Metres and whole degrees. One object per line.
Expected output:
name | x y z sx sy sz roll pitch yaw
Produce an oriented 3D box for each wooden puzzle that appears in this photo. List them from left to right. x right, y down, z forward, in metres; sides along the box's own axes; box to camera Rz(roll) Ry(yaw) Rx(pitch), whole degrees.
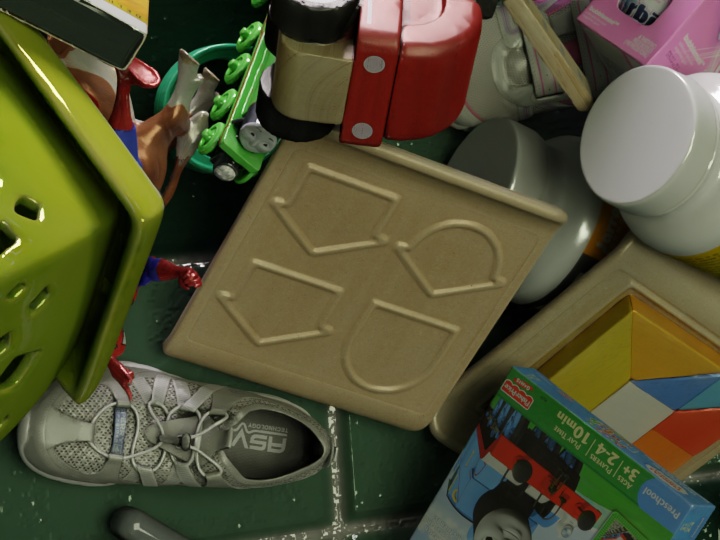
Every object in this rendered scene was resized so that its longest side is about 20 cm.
wooden puzzle | 0.000 0.000 1.309 0.184 0.046 0.200 19 125 -23
wooden puzzle | 0.171 0.082 1.392 0.185 0.037 0.200 32 117 -29

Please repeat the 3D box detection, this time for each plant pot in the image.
plant pot | -0.225 -0.017 1.132 0.181 0.200 0.199 -24 65 -33

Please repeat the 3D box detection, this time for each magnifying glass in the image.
magnifying glass | -0.040 -0.120 1.361 0.199 0.022 0.080 -24 100 -25

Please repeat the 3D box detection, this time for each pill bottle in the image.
pill bottle | 0.153 -0.018 1.408 0.199 0.116 0.117 24 78 -26
pill bottle | 0.226 -0.052 1.303 0.199 0.112 0.113 20 80 -43

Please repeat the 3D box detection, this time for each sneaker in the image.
sneaker | -0.105 0.093 1.286 0.199 0.082 0.075 2 88 -28
sneaker | 0.134 -0.147 1.414 0.199 0.088 0.082 -23 100 -27

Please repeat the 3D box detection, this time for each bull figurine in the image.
bull figurine | -0.172 -0.114 1.254 0.121 0.065 0.200 -45 119 3

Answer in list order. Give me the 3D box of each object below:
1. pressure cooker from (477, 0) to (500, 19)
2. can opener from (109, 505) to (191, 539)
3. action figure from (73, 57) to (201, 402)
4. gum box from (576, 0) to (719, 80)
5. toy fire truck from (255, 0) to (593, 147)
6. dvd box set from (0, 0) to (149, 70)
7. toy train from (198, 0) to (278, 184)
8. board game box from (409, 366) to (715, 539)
pressure cooker | 0.084 -0.263 1.331 0.179 0.199 0.176 57 34 -26
can opener | -0.071 0.209 1.317 0.199 0.066 0.053 34 75 -19
action figure | -0.129 -0.012 1.224 0.065 0.099 0.201 -25 142 -30
gum box | 0.224 -0.140 1.374 0.114 0.066 0.200 -48 143 -4
toy fire truck | 0.046 -0.137 1.226 0.198 0.129 0.177 7 44 -4
dvd box set | -0.183 -0.202 1.195 0.146 0.201 0.029 26 120 -20
toy train | -0.048 -0.132 1.293 0.042 0.056 0.201 39 44 -24
board game box | 0.103 0.184 1.323 0.037 0.151 0.201 10 112 -56
